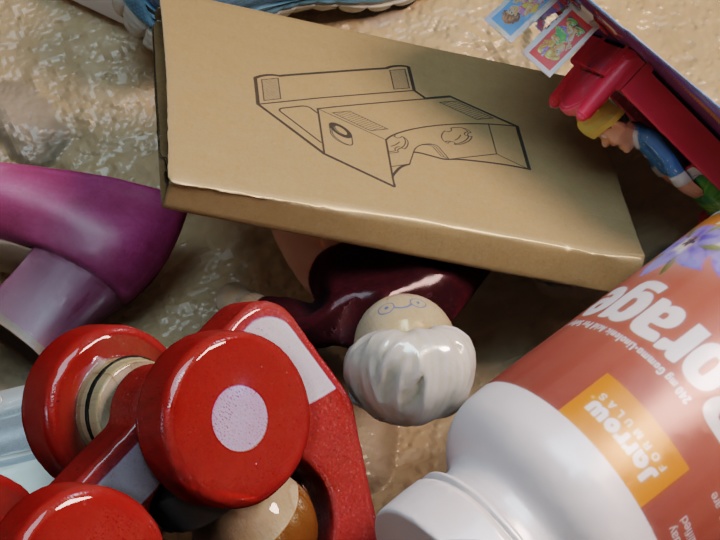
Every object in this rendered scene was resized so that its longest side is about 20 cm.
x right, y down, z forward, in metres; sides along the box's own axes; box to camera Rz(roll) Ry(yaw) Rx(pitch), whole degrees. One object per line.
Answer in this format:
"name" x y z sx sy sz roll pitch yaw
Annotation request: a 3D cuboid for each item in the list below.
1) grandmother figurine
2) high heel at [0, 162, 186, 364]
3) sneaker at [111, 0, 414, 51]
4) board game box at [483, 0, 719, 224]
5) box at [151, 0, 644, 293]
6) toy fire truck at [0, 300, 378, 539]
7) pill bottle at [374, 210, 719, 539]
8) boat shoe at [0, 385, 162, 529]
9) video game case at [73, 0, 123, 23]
"grandmother figurine" 0.000 0.000 1.117 0.121 0.061 0.200 -24 33 -2
"high heel" -0.174 -0.044 1.197 0.200 0.067 0.096 38 74 13
"sneaker" -0.017 -0.163 1.246 0.200 0.090 0.078 -25 70 -22
"board game box" 0.122 -0.056 1.135 0.039 0.158 0.200 -46 59 1
"box" 0.012 -0.055 1.141 0.200 0.021 0.164 11 30 -13
"toy fire truck" -0.071 0.118 1.016 0.200 0.168 0.112 -46 25 -27
"pill bottle" 0.107 0.070 1.050 0.200 0.112 0.112 -36 57 -20
"boat shoe" -0.164 0.083 1.101 0.201 0.070 0.072 -11 51 -10
"video game case" -0.116 -0.210 1.348 0.200 0.024 0.182 26 59 24
